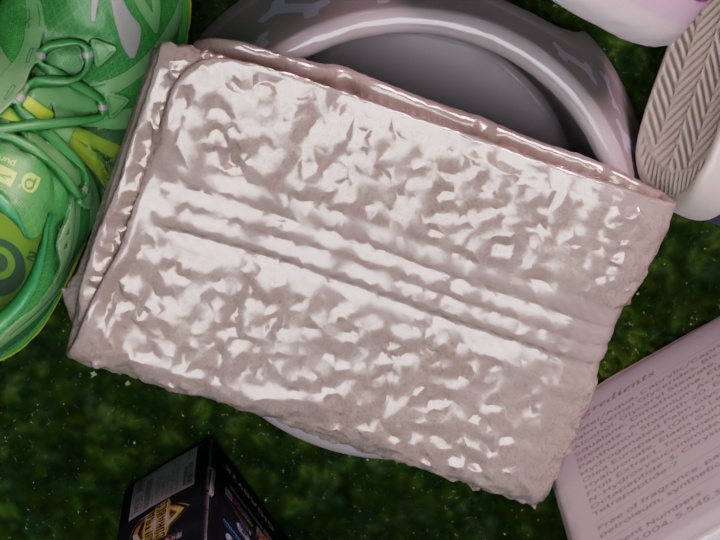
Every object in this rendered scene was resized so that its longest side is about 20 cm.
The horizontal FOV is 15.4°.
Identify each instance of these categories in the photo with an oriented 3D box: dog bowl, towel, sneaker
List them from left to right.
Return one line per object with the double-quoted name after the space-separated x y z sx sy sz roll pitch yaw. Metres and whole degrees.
-0.116 -0.049 0.982 0.074 0.084 0.201 20 105 -1 "sneaker"
0.000 0.000 0.972 0.199 0.035 0.133 19 107 -9 "towel"
0.015 -0.019 1.013 0.199 0.059 0.201 -1 107 -3 "dog bowl"
0.174 -0.108 0.992 0.084 0.075 0.201 16 102 -30 "sneaker"

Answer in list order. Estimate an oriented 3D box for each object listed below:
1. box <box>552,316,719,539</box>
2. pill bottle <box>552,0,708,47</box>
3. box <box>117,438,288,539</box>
0.201 0.115 1.005 0.199 0.171 0.199 -29 108 8 "box"
0.121 -0.187 0.928 0.112 0.112 0.200 31 108 -12 "pill bottle"
-0.021 0.179 1.023 0.046 0.159 0.200 -32 107 9 "box"
